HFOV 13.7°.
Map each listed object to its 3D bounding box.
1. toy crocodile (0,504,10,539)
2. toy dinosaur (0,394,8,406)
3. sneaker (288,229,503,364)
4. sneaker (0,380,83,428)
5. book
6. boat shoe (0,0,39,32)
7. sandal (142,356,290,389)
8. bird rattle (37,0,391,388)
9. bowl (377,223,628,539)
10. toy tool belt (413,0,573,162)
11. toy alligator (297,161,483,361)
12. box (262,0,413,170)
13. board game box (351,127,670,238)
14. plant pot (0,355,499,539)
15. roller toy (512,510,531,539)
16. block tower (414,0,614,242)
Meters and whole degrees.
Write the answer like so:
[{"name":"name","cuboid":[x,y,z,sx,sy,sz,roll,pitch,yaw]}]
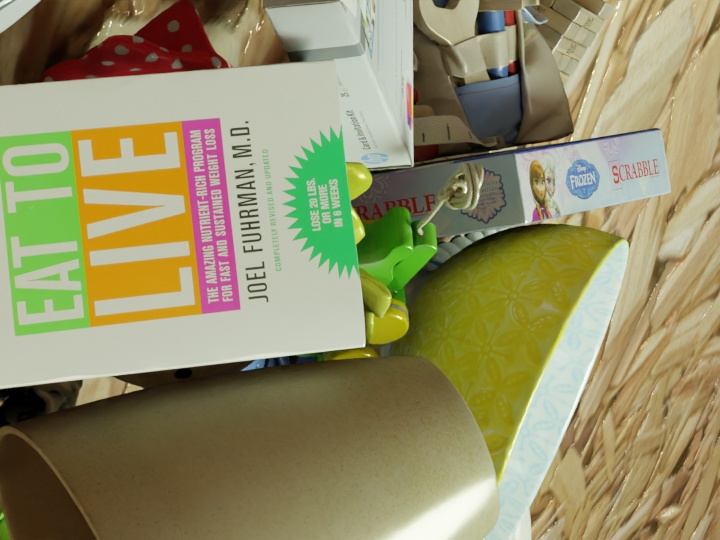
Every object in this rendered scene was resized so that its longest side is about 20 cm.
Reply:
[{"name":"toy crocodile","cuboid":[-0.210,0.148,1.543,0.062,0.067,0.200,-21,148,-57]},{"name":"toy dinosaur","cuboid":[-0.210,0.042,1.365,0.200,0.101,0.058,-53,122,-16]},{"name":"sneaker","cuboid":[0.035,0.033,1.727,0.200,0.089,0.079,-15,165,-39]},{"name":"sneaker","cuboid":[-0.163,0.043,1.481,0.200,0.081,0.075,-33,148,-49]},{"name":"book","cuboid":[-0.100,-0.020,1.340,0.200,0.134,0.048,-7,179,-26]},{"name":"boat shoe","cuboid":[-0.119,-0.174,1.265,0.200,0.069,0.057,-46,157,-17]},{"name":"sandal","cuboid":[-0.073,0.051,1.595,0.079,0.087,0.200,-17,180,9]},{"name":"bird rattle","cuboid":[-0.084,-0.020,1.430,0.163,0.200,0.113,-49,-156,10]},{"name":"bowl","cuboid":[0.059,0.053,1.633,0.200,0.108,0.200,-61,168,-23]},{"name":"toy tool belt","cuboid":[0.041,-0.124,1.663,0.200,0.125,0.123,-14,96,-65]},{"name":"toy alligator","cuboid":[0.000,0.000,1.542,0.054,0.059,0.200,9,144,-20]},{"name":"box","cuboid":[-0.008,-0.157,1.452,0.200,0.041,0.156,59,29,-67]},{"name":"board game box","cuboid":[0.043,-0.040,1.673,0.200,0.199,0.041,-12,93,-62]},{"name":"plant pot","cuboid":[-0.042,0.121,1.408,0.200,0.187,0.187,-23,148,-19]},{"name":"roller toy","cuboid":[0.011,0.139,1.833,0.140,0.183,0.200,-23,168,-27]},{"name":"block tower","cuboid":[0.075,-0.092,1.833,0.200,0.054,0.058,-59,160,7]}]
